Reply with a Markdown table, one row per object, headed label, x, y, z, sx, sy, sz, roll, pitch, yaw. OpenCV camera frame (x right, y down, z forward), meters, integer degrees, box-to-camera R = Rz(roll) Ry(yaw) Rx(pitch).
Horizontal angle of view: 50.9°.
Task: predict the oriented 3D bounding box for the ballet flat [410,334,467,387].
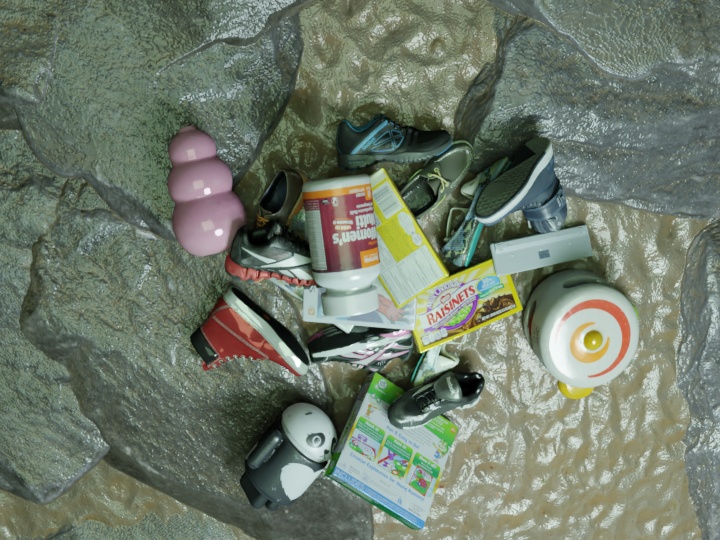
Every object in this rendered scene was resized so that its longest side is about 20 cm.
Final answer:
| label | x | y | z | sx | sy | sz | roll | pitch | yaw |
| --- | --- | --- | --- | --- | --- | --- | --- | --- | --- |
| ballet flat | 0.151 | 0.125 | 1.345 | 0.070 | 0.069 | 0.205 | 21 | 100 | 14 |

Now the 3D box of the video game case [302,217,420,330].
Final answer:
| label | x | y | z | sx | sy | sz | roll | pitch | yaw |
| --- | --- | --- | --- | --- | --- | --- | --- | --- | --- |
| video game case | 0.000 | 0.000 | 1.267 | 0.194 | 0.023 | 0.188 | 4 | 99 | 8 |

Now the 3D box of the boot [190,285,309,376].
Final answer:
| label | x | y | z | sx | sy | sz | roll | pitch | yaw |
| --- | --- | --- | --- | --- | --- | --- | --- | --- | --- |
| boot | -0.196 | 0.146 | 1.325 | 0.199 | 0.072 | 0.145 | 40 | 99 | -5 |

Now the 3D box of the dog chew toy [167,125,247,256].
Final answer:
| label | x | y | z | sx | sy | sz | roll | pitch | yaw |
| --- | --- | --- | --- | --- | --- | --- | --- | --- | --- |
| dog chew toy | -0.256 | -0.130 | 1.224 | 0.121 | 0.125 | 0.206 | -13 | 98 | -1 |

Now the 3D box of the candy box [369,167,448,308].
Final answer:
| label | x | y | z | sx | sy | sz | roll | pitch | yaw |
| --- | --- | --- | --- | --- | --- | --- | --- | --- | --- |
| candy box | 0.049 | -0.052 | 1.218 | 0.101 | 0.026 | 0.203 | -31 | 92 | 16 |

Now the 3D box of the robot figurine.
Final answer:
| label | x | y | z | sx | sy | sz | roll | pitch | yaw |
| --- | --- | --- | --- | --- | --- | --- | --- | --- | --- |
| robot figurine | -0.127 | 0.333 | 1.347 | 0.124 | 0.150 | 0.201 | 40 | 99 | 0 |

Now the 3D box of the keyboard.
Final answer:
| label | x | y | z | sx | sy | sz | roll | pitch | yaw |
| --- | --- | --- | --- | --- | --- | --- | --- | --- | --- |
| keyboard | 0.318 | -0.036 | 1.320 | 0.195 | 0.011 | 0.058 | -12 | 92 | -17 |

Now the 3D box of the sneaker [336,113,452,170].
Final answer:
| label | x | y | z | sx | sy | sz | roll | pitch | yaw |
| --- | --- | --- | --- | --- | --- | --- | --- | --- | --- |
| sneaker | 0.055 | -0.218 | 1.249 | 0.194 | 0.073 | 0.084 | -8 | 104 | -4 |

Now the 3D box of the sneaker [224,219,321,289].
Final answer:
| label | x | y | z | sx | sy | sz | roll | pitch | yaw |
| --- | --- | --- | --- | --- | --- | --- | --- | --- | --- |
| sneaker | -0.116 | -0.029 | 1.208 | 0.194 | 0.071 | 0.100 | 5 | 121 | -12 |

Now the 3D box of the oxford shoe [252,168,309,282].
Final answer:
| label | x | y | z | sx | sy | sz | roll | pitch | yaw |
| --- | --- | --- | --- | --- | --- | --- | --- | --- | --- |
| oxford shoe | -0.156 | -0.077 | 1.256 | 0.070 | 0.073 | 0.204 | 26 | 96 | 24 |

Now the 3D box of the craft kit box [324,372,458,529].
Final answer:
| label | x | y | z | sx | sy | sz | roll | pitch | yaw |
| --- | --- | --- | --- | --- | --- | --- | --- | --- | --- |
| craft kit box | 0.059 | 0.320 | 1.347 | 0.198 | 0.048 | 0.200 | 34 | 64 | -13 |

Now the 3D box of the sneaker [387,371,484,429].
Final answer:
| label | x | y | z | sx | sy | sz | roll | pitch | yaw |
| --- | --- | --- | --- | --- | --- | --- | --- | --- | --- |
| sneaker | 0.138 | 0.220 | 1.334 | 0.195 | 0.091 | 0.068 | -13 | 63 | -23 |

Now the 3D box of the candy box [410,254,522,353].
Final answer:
| label | x | y | z | sx | sy | sz | roll | pitch | yaw |
| --- | --- | --- | --- | --- | --- | --- | --- | --- | --- |
| candy box | 0.172 | 0.056 | 1.301 | 0.196 | 0.026 | 0.105 | -22 | 90 | -7 |

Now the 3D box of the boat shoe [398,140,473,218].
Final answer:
| label | x | y | z | sx | sy | sz | roll | pitch | yaw |
| --- | --- | --- | --- | --- | --- | --- | --- | --- | --- |
| boat shoe | 0.116 | -0.141 | 1.280 | 0.200 | 0.060 | 0.072 | -40 | 105 | 6 |

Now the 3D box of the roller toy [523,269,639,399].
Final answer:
| label | x | y | z | sx | sy | sz | roll | pitch | yaw |
| --- | --- | --- | --- | --- | --- | --- | --- | --- | --- |
| roller toy | 0.384 | 0.104 | 1.326 | 0.182 | 0.140 | 0.200 | 43 | 98 | -13 |

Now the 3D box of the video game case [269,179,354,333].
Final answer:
| label | x | y | z | sx | sy | sz | roll | pitch | yaw |
| --- | --- | --- | --- | --- | --- | --- | --- | --- | --- |
| video game case | -0.053 | -0.023 | 1.298 | 0.198 | 0.023 | 0.184 | 33 | 100 | -1 |

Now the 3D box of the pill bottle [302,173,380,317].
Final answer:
| label | x | y | z | sx | sy | sz | roll | pitch | yaw |
| --- | --- | --- | --- | --- | --- | --- | --- | --- | --- |
| pill bottle | -0.026 | -0.039 | 1.158 | 0.106 | 0.110 | 0.206 | -8 | 98 | -3 |

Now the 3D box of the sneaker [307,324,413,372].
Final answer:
| label | x | y | z | sx | sy | sz | roll | pitch | yaw |
| --- | --- | --- | --- | --- | --- | --- | --- | --- | --- |
| sneaker | 0.005 | 0.145 | 1.339 | 0.194 | 0.081 | 0.088 | -10 | 116 | 3 |

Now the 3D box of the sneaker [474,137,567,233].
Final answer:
| label | x | y | z | sx | sy | sz | roll | pitch | yaw |
| --- | --- | --- | --- | --- | --- | --- | --- | --- | --- |
| sneaker | 0.273 | -0.102 | 1.256 | 0.202 | 0.076 | 0.148 | -44 | 127 | -27 |

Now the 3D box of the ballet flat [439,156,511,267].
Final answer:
| label | x | y | z | sx | sy | sz | roll | pitch | yaw |
| --- | --- | --- | --- | --- | --- | --- | --- | --- | --- |
| ballet flat | 0.191 | -0.108 | 1.297 | 0.073 | 0.074 | 0.204 | 22 | 98 | -10 |
